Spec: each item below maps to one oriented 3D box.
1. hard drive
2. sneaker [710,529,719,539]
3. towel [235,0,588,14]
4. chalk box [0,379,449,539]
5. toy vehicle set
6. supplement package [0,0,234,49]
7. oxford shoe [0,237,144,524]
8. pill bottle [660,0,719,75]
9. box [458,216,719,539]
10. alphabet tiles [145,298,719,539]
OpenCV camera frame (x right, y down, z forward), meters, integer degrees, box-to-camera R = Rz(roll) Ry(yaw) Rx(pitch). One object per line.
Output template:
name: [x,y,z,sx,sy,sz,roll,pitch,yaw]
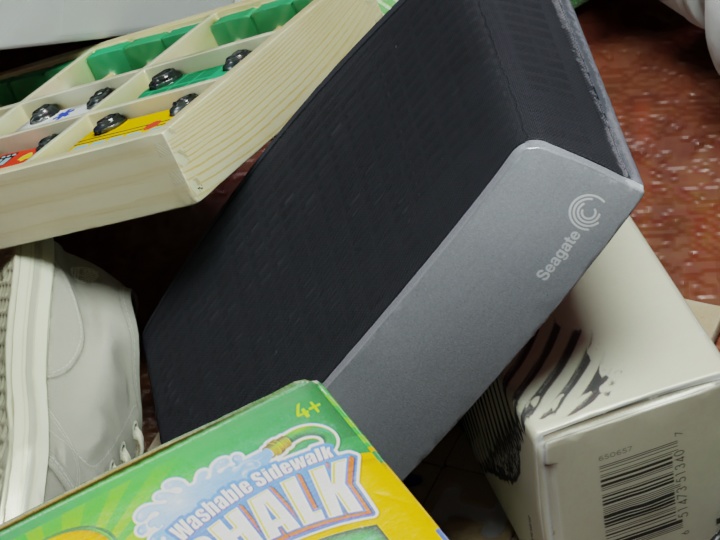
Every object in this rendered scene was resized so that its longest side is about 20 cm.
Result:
hard drive: [0.000,0.000,0.833,0.042,0.200,0.135,23,33,-30]
sneaker: [0.136,0.094,0.785,0.072,0.083,0.200,11,46,20]
towel: [-0.023,-0.127,1.099,0.152,0.023,0.200,-32,47,-23]
chalk box: [-0.033,0.123,0.733,0.124,0.124,0.200,-27,53,-20]
toy vehicle set: [-0.100,-0.048,0.943,0.200,0.027,0.124,-11,23,39]
supplement package: [-0.142,-0.174,1.051,0.109,0.114,0.200,-10,28,-34]
oxford shoe: [-0.100,0.067,0.871,0.058,0.075,0.200,20,41,-18]
pill bottle: [0.194,-0.089,0.956,0.112,0.112,0.200,-31,46,-23]
box: [0.055,0.008,0.886,0.068,0.082,0.200,-18,41,-10]
alphabet tiles: [0.013,0.063,0.896,0.167,0.008,0.200,12,46,21]
